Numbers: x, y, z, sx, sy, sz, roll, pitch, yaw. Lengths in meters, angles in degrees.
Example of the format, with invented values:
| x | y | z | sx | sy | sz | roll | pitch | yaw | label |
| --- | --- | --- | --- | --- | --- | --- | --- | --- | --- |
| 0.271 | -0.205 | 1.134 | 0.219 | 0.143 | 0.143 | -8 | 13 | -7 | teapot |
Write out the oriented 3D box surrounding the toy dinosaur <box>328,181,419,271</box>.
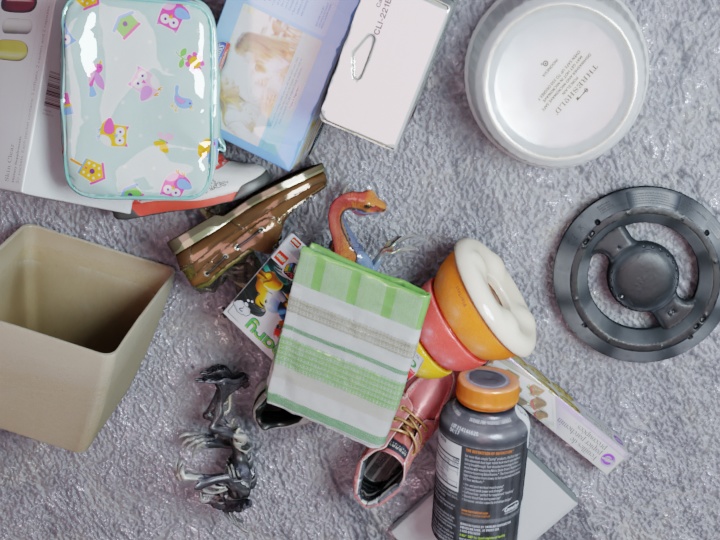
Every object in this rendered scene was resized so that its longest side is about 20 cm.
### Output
| x | y | z | sx | sy | sz | roll | pitch | yaw | label |
| --- | --- | --- | --- | --- | --- | --- | --- | --- | --- |
| 0.000 | 0.000 | 1.086 | 0.104 | 0.182 | 0.202 | 8 | 65 | 26 | toy dinosaur |

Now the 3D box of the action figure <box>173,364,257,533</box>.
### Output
| x | y | z | sx | sy | sz | roll | pitch | yaw | label |
| --- | --- | --- | --- | --- | --- | --- | --- | --- | --- |
| -0.177 | 0.221 | 1.208 | 0.100 | 0.119 | 0.203 | -2 | 98 | -10 | action figure |

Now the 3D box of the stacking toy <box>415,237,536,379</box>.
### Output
| x | y | z | sx | sy | sz | roll | pitch | yaw | label |
| --- | --- | --- | --- | --- | --- | --- | --- | --- | --- |
| 0.084 | 0.070 | 1.109 | 0.199 | 0.146 | 0.147 | -33 | 100 | 21 | stacking toy |

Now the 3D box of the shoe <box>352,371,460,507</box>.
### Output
| x | y | z | sx | sy | sz | roll | pitch | yaw | label |
| --- | --- | --- | --- | --- | --- | --- | --- | --- | --- |
| 0.057 | 0.190 | 1.172 | 0.071 | 0.091 | 0.201 | 33 | 109 | -3 | shoe |

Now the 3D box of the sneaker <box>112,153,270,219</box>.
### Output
| x | y | z | sx | sy | sz | roll | pitch | yaw | label |
| --- | --- | --- | --- | --- | --- | --- | --- | --- | --- |
| -0.207 | -0.127 | 1.124 | 0.198 | 0.067 | 0.109 | -8 | 107 | 17 | sneaker |

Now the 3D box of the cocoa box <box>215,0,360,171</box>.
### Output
| x | y | z | sx | sy | sz | roll | pitch | yaw | label |
| --- | --- | --- | --- | --- | --- | --- | --- | --- | --- |
| -0.081 | -0.231 | 1.043 | 0.132 | 0.131 | 0.202 | 25 | 109 | 0 | cocoa box |

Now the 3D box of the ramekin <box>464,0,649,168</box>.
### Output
| x | y | z | sx | sy | sz | roll | pitch | yaw | label |
| --- | --- | --- | --- | --- | --- | --- | --- | --- | --- |
| 0.204 | -0.201 | 1.029 | 0.199 | 0.094 | 0.206 | 2 | 107 | 8 | ramekin |

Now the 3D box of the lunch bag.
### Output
| x | y | z | sx | sy | sz | roll | pitch | yaw | label |
| --- | --- | --- | --- | --- | --- | --- | --- | --- | --- |
| -0.209 | -0.166 | 0.960 | 0.158 | 0.077 | 0.203 | -1 | 108 | -14 | lunch bag |

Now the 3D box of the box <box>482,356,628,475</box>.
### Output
| x | y | z | sx | sy | sz | roll | pitch | yaw | label |
| --- | --- | --- | --- | --- | --- | --- | --- | --- | --- |
| 0.227 | 0.160 | 1.165 | 0.199 | 0.041 | 0.039 | 39 | 109 | -3 | box |

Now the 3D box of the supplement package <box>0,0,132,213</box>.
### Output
| x | y | z | sx | sy | sz | roll | pitch | yaw | label |
| --- | --- | --- | --- | --- | --- | --- | --- | --- | --- |
| -0.316 | -0.175 | 1.040 | 0.110 | 0.155 | 0.203 | 10 | 90 | 31 | supplement package |

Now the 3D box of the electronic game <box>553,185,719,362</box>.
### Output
| x | y | z | sx | sy | sz | roll | pitch | yaw | label |
| --- | --- | --- | --- | --- | --- | --- | --- | --- | --- |
| 0.315 | 0.006 | 1.103 | 0.197 | 0.042 | 0.203 | 3 | 106 | 9 | electronic game |

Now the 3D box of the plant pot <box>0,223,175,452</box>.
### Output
| x | y | z | sx | sy | sz | roll | pitch | yaw | label |
| --- | --- | --- | --- | --- | --- | --- | --- | --- | --- |
| -0.353 | 0.090 | 1.159 | 0.197 | 0.200 | 0.179 | 17 | 120 | 3 | plant pot |

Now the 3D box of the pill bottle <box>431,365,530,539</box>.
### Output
| x | y | z | sx | sy | sz | roll | pitch | yaw | label |
| --- | --- | --- | --- | --- | --- | --- | --- | --- | --- |
| 0.138 | 0.214 | 1.130 | 0.104 | 0.106 | 0.203 | 5 | 109 | 7 | pill bottle |

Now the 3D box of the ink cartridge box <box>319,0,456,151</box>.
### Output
| x | y | z | sx | sy | sz | roll | pitch | yaw | label |
| --- | --- | --- | --- | --- | --- | --- | --- | --- | --- |
| 0.033 | -0.218 | 0.993 | 0.083 | 0.200 | 0.146 | 22 | 109 | 1 | ink cartridge box |

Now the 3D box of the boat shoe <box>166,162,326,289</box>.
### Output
| x | y | z | sx | sy | sz | roll | pitch | yaw | label |
| --- | --- | --- | --- | --- | --- | --- | --- | --- | --- |
| -0.118 | -0.051 | 1.122 | 0.198 | 0.072 | 0.069 | -29 | 98 | 0 | boat shoe |

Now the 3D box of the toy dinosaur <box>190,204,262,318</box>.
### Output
| x | y | z | sx | sy | sz | roll | pitch | yaw | label |
| --- | --- | --- | --- | --- | --- | --- | --- | --- | --- |
| -0.144 | 0.012 | 1.174 | 0.088 | 0.048 | 0.201 | -35 | 102 | 10 | toy dinosaur |

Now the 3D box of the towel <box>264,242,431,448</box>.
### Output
| x | y | z | sx | sy | sz | roll | pitch | yaw | label |
| --- | --- | --- | --- | --- | --- | --- | --- | --- | --- |
| -0.015 | 0.081 | 1.046 | 0.147 | 0.031 | 0.202 | 21 | 119 | 9 | towel |

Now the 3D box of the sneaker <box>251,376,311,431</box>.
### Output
| x | y | z | sx | sy | sz | roll | pitch | yaw | label |
| --- | --- | --- | --- | --- | --- | --- | --- | --- | --- |
| -0.039 | 0.149 | 1.182 | 0.197 | 0.080 | 0.075 | -20 | 101 | 12 | sneaker |

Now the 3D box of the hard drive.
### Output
| x | y | z | sx | sy | sz | roll | pitch | yaw | label |
| --- | --- | --- | --- | --- | --- | --- | --- | --- | --- |
| 0.152 | 0.303 | 1.227 | 0.132 | 0.026 | 0.200 | 42 | 108 | -6 | hard drive |

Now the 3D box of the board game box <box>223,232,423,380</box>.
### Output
| x | y | z | sx | sy | sz | roll | pitch | yaw | label |
| --- | --- | --- | --- | --- | --- | --- | --- | --- | --- |
| -0.043 | 0.071 | 1.086 | 0.200 | 0.035 | 0.126 | 43 | 124 | -2 | board game box |
